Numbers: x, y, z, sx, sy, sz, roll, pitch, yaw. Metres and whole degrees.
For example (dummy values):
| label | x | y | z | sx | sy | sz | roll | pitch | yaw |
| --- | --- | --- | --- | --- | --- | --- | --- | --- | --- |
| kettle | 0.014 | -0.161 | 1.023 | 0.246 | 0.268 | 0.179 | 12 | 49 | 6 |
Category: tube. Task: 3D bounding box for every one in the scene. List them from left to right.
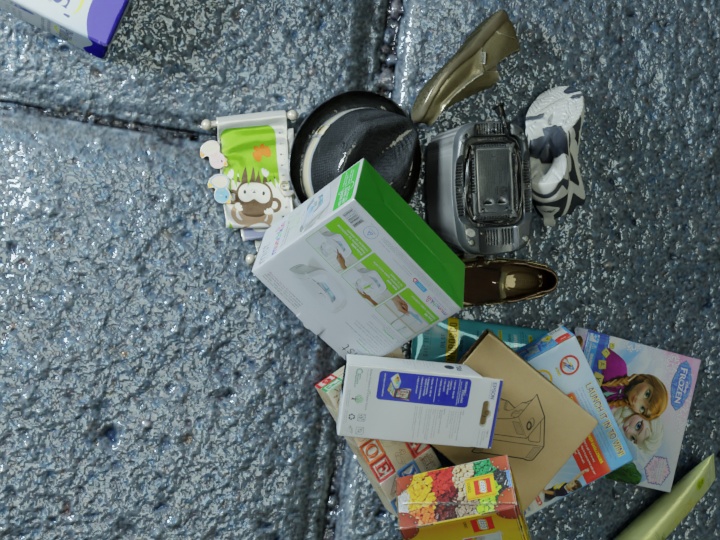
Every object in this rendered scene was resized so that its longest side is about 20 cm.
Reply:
| label | x | y | z | sx | sy | sz | roll | pitch | yaw |
| --- | --- | --- | --- | --- | --- | --- | --- | --- | --- |
| tube | 0.163 | 0.100 | 1.386 | 0.198 | 0.050 | 0.078 | 4 | 82 | -12 |
| tube | 0.454 | 0.352 | 1.486 | 0.199 | 0.058 | 0.052 | -38 | 89 | -15 |

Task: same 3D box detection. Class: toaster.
| label | x | y | z | sx | sy | sz | roll | pitch | yaw |
| --- | --- | --- | --- | --- | --- | --- | --- | --- | --- |
| toaster | 0.150 | -0.115 | 1.325 | 0.112 | 0.129 | 0.203 | -6 | 95 | -19 |

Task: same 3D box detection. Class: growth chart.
| label | x | y | z | sx | sy | sz | roll | pitch | yaw |
| --- | --- | --- | --- | --- | --- | --- | --- | --- | --- |
| growth chart | -0.121 | -0.108 | 1.294 | 0.143 | 0.018 | 0.202 | -18 | 97 | -16 |

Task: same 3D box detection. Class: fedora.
| label | x | y | z | sx | sy | sz | roll | pitch | yaw |
| --- | --- | --- | --- | --- | --- | --- | --- | --- | --- |
| fedora | 0.010 | -0.139 | 1.284 | 0.198 | 0.091 | 0.203 | 0 | 89 | -25 |

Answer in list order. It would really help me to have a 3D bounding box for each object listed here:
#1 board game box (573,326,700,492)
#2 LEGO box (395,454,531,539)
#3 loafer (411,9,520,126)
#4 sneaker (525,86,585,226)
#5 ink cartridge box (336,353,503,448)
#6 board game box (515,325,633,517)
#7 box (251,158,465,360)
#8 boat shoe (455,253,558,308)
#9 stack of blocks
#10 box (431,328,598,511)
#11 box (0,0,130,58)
| label | x | y | z | sx | sy | sz | roll | pitch | yaw |
| --- | --- | --- | --- | --- | --- | --- | --- | --- | --- |
| board game box | 0.379 | 0.202 | 1.459 | 0.197 | 0.041 | 0.202 | 14 | 89 | -18 |
| LEGO box | 0.140 | 0.340 | 1.293 | 0.147 | 0.078 | 0.201 | -13 | 130 | 8 |
| loafer | 0.146 | -0.261 | 1.346 | 0.067 | 0.076 | 0.200 | 43 | 79 | -9 |
| sneaker | 0.271 | -0.149 | 1.400 | 0.079 | 0.130 | 0.201 | -1 | 52 | 15 |
| ink cartridge box | 0.073 | 0.164 | 1.264 | 0.197 | 0.039 | 0.101 | 7 | 106 | -5 |
| board game box | 0.236 | 0.210 | 1.364 | 0.194 | 0.056 | 0.201 | -27 | 102 | -1 |
| box | 0.000 | 0.000 | 1.239 | 0.176 | 0.097 | 0.200 | -34 | 115 | 30 |
| boat shoe | 0.174 | 0.012 | 1.366 | 0.200 | 0.075 | 0.076 | -6 | 94 | -18 |
| stack of blocks | 0.041 | 0.208 | 1.337 | 0.115 | 0.059 | 0.201 | -32 | 101 | -15 |
| box | 0.186 | 0.198 | 1.316 | 0.200 | 0.021 | 0.164 | 39 | 95 | -11 |
| box | -0.347 | -0.376 | 1.161 | 0.198 | 0.105 | 0.186 | 25 | 85 | -18 |
